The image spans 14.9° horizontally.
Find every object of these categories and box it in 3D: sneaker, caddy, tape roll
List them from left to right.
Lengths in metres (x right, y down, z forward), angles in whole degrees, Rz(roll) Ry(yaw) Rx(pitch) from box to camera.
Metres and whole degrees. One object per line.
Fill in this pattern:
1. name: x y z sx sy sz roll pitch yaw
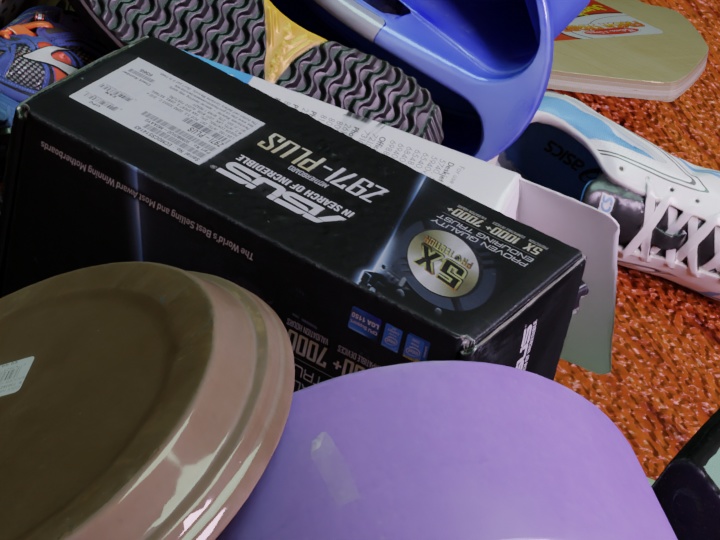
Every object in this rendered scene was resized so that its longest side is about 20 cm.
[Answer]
1. sneaker: -0.147 -0.075 1.155 0.200 0.075 0.079 19 61 -57
2. sneaker: -0.062 -0.090 1.190 0.200 0.090 0.070 35 71 -16
3. caddy: 0.009 -0.135 1.262 0.200 0.142 0.105 38 32 12
4. tape roll: 0.016 0.132 0.908 0.199 0.201 0.085 7 35 -25
5. sneaker: 0.143 -0.024 1.329 0.199 0.072 0.073 25 31 10

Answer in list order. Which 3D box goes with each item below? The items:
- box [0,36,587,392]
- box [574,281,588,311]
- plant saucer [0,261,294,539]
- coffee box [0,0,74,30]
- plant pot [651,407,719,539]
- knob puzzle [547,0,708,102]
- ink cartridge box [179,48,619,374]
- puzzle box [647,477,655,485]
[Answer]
1. box: -0.037 0.034 1.016 0.199 0.165 0.086 28 35 21
2. box: -0.003 -0.024 1.268 0.200 0.036 0.143 38 36 21
3. plant saucer: -0.114 0.063 0.888 0.030 0.199 0.201 58 20 -28
4. coffee box: -0.159 -0.141 1.257 0.080 0.113 0.200 33 34 13
5. plant pot: 0.186 0.129 1.017 0.177 0.200 0.200 -19 63 -40
6. knob puzzle: 0.091 -0.115 1.429 0.218 0.031 0.220 8 20 -3
7. ink cartridge box: 0.000 0.000 1.112 0.199 0.116 0.068 21 58 18
8. puzzle box: 0.052 0.127 1.100 0.132 0.026 0.200 24 33 -3
